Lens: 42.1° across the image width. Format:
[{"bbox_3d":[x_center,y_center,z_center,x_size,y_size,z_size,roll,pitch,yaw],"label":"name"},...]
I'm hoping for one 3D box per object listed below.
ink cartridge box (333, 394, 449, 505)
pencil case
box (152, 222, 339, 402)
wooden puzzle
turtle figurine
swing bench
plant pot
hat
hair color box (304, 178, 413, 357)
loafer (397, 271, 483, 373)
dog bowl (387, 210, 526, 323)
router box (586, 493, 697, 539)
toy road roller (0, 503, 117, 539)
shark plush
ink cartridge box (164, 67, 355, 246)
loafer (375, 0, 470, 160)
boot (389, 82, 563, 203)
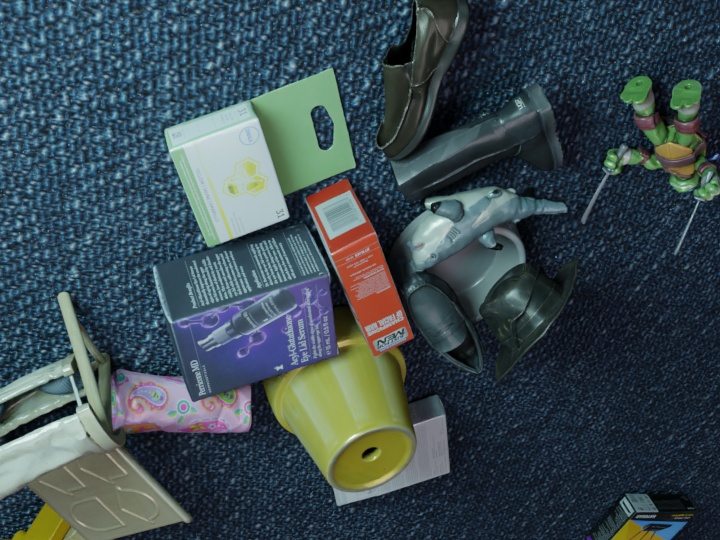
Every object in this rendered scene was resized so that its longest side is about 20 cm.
[{"bbox_3d":[0.043,0.291,1.500,0.197,0.048,0.161,-15,135,-6],"label":"ink cartridge box"},{"bbox_3d":[-0.236,0.172,1.222,0.198,0.088,0.088,3,128,-30],"label":"pencil case"},{"bbox_3d":[-0.137,0.051,1.145,0.197,0.105,0.149,-18,135,-12],"label":"box"},{"bbox_3d":[-0.333,0.268,1.193,0.198,0.047,0.186,-16,124,28],"label":"wooden puzzle"},{"bbox_3d":[0.390,-0.140,1.214,0.198,0.144,0.195,-31,132,-3],"label":"turtle figurine"},{"bbox_3d":[-0.383,0.167,1.056,0.197,0.201,0.131,-23,136,-5],"label":"swing bench"},{"bbox_3d":[-0.015,0.183,1.265,0.198,0.190,0.203,-14,133,-15],"label":"plant pot"},{"bbox_3d":[0.206,0.049,1.237,0.080,0.201,0.202,33,116,1],"label":"hat"},{"bbox_3d":[0.000,0.000,1.164,0.063,0.111,0.201,-25,135,-2],"label":"hair color box"},{"bbox_3d":[0.113,0.070,1.229,0.068,0.071,0.201,-36,136,7],"label":"loafer"},{"bbox_3d":[0.135,-0.004,1.267,0.197,0.059,0.202,-14,135,-15],"label":"dog bowl"},{"bbox_3d":[0.598,0.540,1.987,0.198,0.051,0.150,8,126,-32],"label":"router box"},{"bbox_3d":[-0.457,0.409,1.316,0.201,0.145,0.123,-59,141,-23],"label":"toy road roller"},{"bbox_3d":[0.156,-0.062,1.174,0.197,0.091,0.085,-14,99,-16],"label":"shark plush"},{"bbox_3d":[-0.103,-0.124,1.049,0.198,0.048,0.147,-20,134,-6],"label":"ink cartridge box"},{"bbox_3d":[0.052,-0.217,1.034,0.070,0.073,0.202,11,121,-19],"label":"loafer"},{"bbox_3d":[0.142,-0.133,1.146,0.198,0.066,0.165,-29,150,6],"label":"boot"}]
